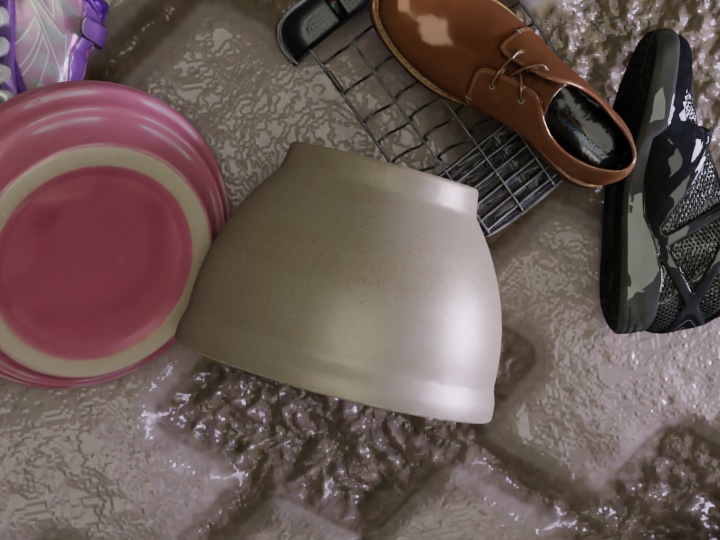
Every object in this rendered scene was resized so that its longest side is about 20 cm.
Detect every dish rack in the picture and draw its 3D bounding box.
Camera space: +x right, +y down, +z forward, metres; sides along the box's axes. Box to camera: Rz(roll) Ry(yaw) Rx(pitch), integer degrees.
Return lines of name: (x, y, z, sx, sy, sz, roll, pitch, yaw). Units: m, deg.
dish rack: (0.058, -0.127, 1.010, 0.153, 0.055, 0.201, -37, 98, -4)

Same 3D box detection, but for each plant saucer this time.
plant saucer: (-0.169, -0.013, 0.938, 0.198, 0.051, 0.203, -11, 119, -22)

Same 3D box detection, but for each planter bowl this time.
planter bowl: (0.000, 0.000, 0.926, 0.198, 0.200, 0.136, 15, 93, -8)

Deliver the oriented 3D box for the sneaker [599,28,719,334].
sneaker: (0.223, -0.058, 1.024, 0.113, 0.076, 0.202, 0, 94, -10)

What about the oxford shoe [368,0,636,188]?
oxford shoe: (0.094, -0.124, 0.954, 0.199, 0.071, 0.072, 33, 90, -8)

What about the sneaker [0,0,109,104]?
sneaker: (-0.197, -0.136, 0.964, 0.087, 0.080, 0.203, -10, 92, -15)
